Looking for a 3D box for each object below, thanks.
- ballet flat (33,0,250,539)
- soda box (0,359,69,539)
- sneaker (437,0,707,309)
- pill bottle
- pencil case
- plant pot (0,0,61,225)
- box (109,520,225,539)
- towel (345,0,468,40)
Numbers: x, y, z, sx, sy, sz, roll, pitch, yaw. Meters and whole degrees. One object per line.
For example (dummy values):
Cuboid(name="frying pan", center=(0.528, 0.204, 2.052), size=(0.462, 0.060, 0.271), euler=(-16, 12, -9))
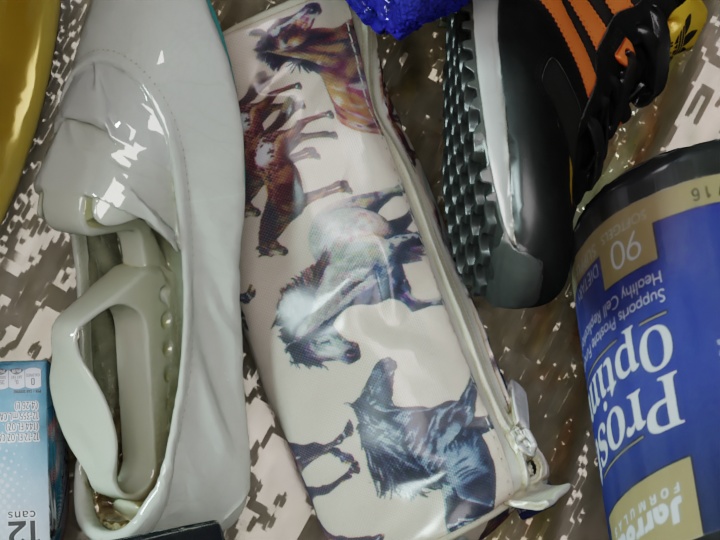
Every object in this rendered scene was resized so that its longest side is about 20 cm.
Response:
Cuboid(name="ballet flat", center=(-0.073, -0.003, 0.746), size=(0.069, 0.069, 0.202), euler=(-4, 103, -3))
Cuboid(name="soda box", center=(-0.198, 0.065, 0.769), size=(0.198, 0.068, 0.064), euler=(-3, 85, -4))
Cuboid(name="sneaker", center=(0.072, -0.073, 0.756), size=(0.089, 0.070, 0.201), euler=(1, 49, -3))
Cuboid(name="pill bottle", center=(0.131, 0.068, 0.732), size=(0.111, 0.112, 0.201), euler=(-3, 60, -3))
Cuboid(name="pencil case", center=(0.000, 0.000, 0.779), size=(0.089, 0.078, 0.201), euler=(-22, 86, 23))
Cuboid(name="plant pot", center=(-0.217, -0.089, 0.731), size=(0.187, 0.201, 0.202), euler=(13, 85, 14))
Cuboid(name="box", center=(-0.157, 0.121, 0.681), size=(0.199, 0.158, 0.046), euler=(-9, 84, -40))
Cuboid(name="towel", center=(0.045, -0.162, 0.739), size=(0.199, 0.050, 0.148), euler=(-30, 69, -26))
